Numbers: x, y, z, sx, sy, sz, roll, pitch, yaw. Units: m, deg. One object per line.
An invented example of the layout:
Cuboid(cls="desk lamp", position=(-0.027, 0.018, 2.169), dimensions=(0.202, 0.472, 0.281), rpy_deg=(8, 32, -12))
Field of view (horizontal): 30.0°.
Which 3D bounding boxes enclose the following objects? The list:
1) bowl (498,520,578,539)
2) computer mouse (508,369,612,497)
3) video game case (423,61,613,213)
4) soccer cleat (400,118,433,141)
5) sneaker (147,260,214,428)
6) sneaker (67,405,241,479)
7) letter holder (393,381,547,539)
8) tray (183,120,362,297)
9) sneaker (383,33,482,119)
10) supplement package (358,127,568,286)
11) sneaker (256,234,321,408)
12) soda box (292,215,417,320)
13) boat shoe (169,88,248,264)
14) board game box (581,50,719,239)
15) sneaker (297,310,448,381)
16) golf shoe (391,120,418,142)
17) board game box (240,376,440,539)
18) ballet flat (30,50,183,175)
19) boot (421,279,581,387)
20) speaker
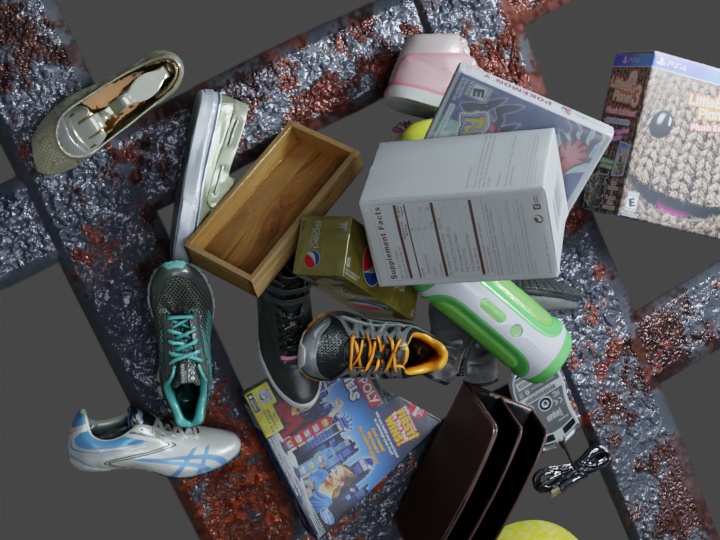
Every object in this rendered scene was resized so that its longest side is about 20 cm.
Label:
Cuboid(cls="bowl", position=(0.227, 0.427, 1.686), dimensions=(0.198, 0.108, 0.202), rpy_deg=(-3, 99, -18))
Cuboid(cls="computer mouse", position=(0.238, 0.186, 1.689), dimensions=(0.109, 0.044, 0.201), rpy_deg=(-28, 112, -8))
Cuboid(cls="video game case", position=(0.153, -0.111, 1.473), dimensions=(0.181, 0.023, 0.201), rpy_deg=(22, 129, -3))
Cuboid(cls="soccer cleat", position=(0.145, -0.132, 1.514), dimensions=(0.198, 0.084, 0.065), rpy_deg=(14, 87, -12))
Cuboid(cls="sneaker", position=(-0.191, 0.086, 1.478), dimensions=(0.077, 0.091, 0.202), rpy_deg=(-8, 120, -9))
Cuboid(cls="sneaker", position=(-0.230, 0.191, 1.518), dimensions=(0.198, 0.072, 0.073), rpy_deg=(3, 112, -18))
Cuboid(cls="letter holder", position=(0.138, 0.260, 1.590), dimensions=(0.100, 0.142, 0.201), rpy_deg=(22, 103, -17))
Cuboid(cls="tray", position=(-0.095, -0.070, 1.485), dimensions=(0.200, 0.098, 0.037), rpy_deg=(-52, 152, -23))
Cuboid(cls="sneaker", position=(0.131, -0.216, 1.560), dimensions=(0.198, 0.075, 0.106), rpy_deg=(16, 74, -10))
Cuboid(cls="supplement package", position=(0.112, -0.066, 1.430), dimensions=(0.198, 0.117, 0.118), rpy_deg=(-3, 128, 18))
Cuboid(cls="sneaker", position=(-0.081, 0.052, 1.500), dimensions=(0.070, 0.099, 0.202), rpy_deg=(-9, 79, -10))
Cuboid(cls="soda box", position=(0.000, 0.000, 1.505), dimensions=(0.200, 0.063, 0.068), rpy_deg=(34, 62, -61))
Cuboid(cls="boat shoe", position=(-0.169, -0.100, 1.497), dimensions=(0.061, 0.072, 0.202), rpy_deg=(11, 92, -14))
Cuboid(cls="board game box", position=(0.383, -0.155, 1.658), dimensions=(0.158, 0.097, 0.202), rpy_deg=(10, 95, -19))
Cuboid(cls="sneaker", position=(0.015, 0.088, 1.502), dimensions=(0.199, 0.077, 0.079), rpy_deg=(-3, 101, -41))
Cuboid(cls="golf shoe", position=(0.122, -0.114, 1.598), dimensions=(0.198, 0.075, 0.092), rpy_deg=(13, 102, -11))
Cuboid(cls="board game box", position=(-0.017, 0.180, 1.593), dimensions=(0.199, 0.062, 0.201), rpy_deg=(-29, 103, -15))
Cuboid(cls="ballet flat", position=(-0.277, -0.176, 1.456), dimensions=(0.200, 0.062, 0.068), rpy_deg=(-40, 107, -9))
Cuboid(cls="boot", position=(0.169, 0.075, 1.646), dimensions=(0.198, 0.070, 0.133), rpy_deg=(1, 103, -10))
Cuboid(cls="speaker", position=(0.151, 0.044, 1.553), dimensions=(0.200, 0.088, 0.089), rpy_deg=(39, 85, -17))
